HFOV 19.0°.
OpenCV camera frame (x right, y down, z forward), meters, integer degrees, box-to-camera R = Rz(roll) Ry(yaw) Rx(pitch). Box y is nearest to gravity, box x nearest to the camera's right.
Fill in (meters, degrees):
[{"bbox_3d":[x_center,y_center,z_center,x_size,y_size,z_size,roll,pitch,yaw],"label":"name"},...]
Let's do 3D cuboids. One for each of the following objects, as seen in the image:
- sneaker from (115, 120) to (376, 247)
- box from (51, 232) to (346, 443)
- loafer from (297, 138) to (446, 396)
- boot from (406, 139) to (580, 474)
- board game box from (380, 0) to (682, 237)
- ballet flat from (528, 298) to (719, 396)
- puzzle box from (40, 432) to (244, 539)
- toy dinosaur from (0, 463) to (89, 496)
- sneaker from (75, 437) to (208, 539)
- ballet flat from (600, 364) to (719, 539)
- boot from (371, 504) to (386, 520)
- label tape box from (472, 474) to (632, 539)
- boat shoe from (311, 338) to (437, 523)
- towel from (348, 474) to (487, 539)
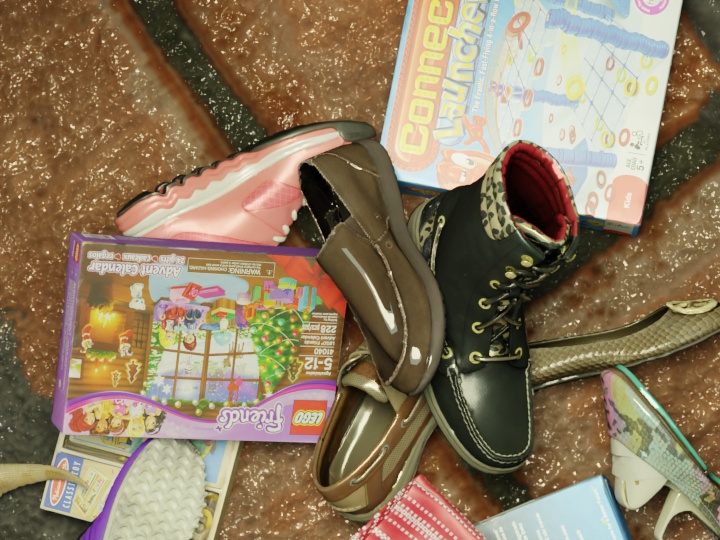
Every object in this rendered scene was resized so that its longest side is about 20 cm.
[{"bbox_3d":[-0.074,-0.047,1.564,0.200,0.074,0.087,-24,98,-8],"label":"sneaker"},{"bbox_3d":[-0.111,0.049,1.513,0.200,0.039,0.137,3,100,-22],"label":"box"},{"bbox_3d":[0.000,0.000,1.484,0.071,0.073,0.200,-2,56,-27],"label":"loafer"},{"bbox_3d":[0.096,0.024,1.448,0.073,0.154,0.204,-5,73,-24],"label":"boot"},{"bbox_3d":[0.124,-0.142,1.564,0.195,0.056,0.200,10,85,5],"label":"board game box"},{"bbox_3d":[0.169,0.051,1.538,0.200,0.067,0.046,-17,90,9],"label":"ballet flat"},{"bbox_3d":[-0.146,0.094,1.576,0.133,0.025,0.200,13,85,6],"label":"puzzle box"},{"bbox_3d":[-0.298,0.153,1.576,0.200,0.058,0.101,-23,98,9],"label":"toy dinosaur"},{"bbox_3d":[-0.182,0.204,1.519,0.070,0.099,0.200,37,62,-33],"label":"sneaker"},{"bbox_3d":[0.224,0.156,1.503,0.071,0.069,0.200,-46,103,0],"label":"ballet flat"},{"bbox_3d":[-0.005,0.275,1.458,0.144,0.071,0.202,-19,92,-5],"label":"boot"},{"bbox_3d":[0.107,0.246,1.520,0.200,0.063,0.144,-22,83,6],"label":"label tape box"},{"bbox_3d":[0.023,0.081,1.528,0.076,0.072,0.200,14,80,35],"label":"boat shoe"},{"bbox_3d":[0.018,0.254,1.420,0.145,0.022,0.200,45,94,7],"label":"towel"}]
